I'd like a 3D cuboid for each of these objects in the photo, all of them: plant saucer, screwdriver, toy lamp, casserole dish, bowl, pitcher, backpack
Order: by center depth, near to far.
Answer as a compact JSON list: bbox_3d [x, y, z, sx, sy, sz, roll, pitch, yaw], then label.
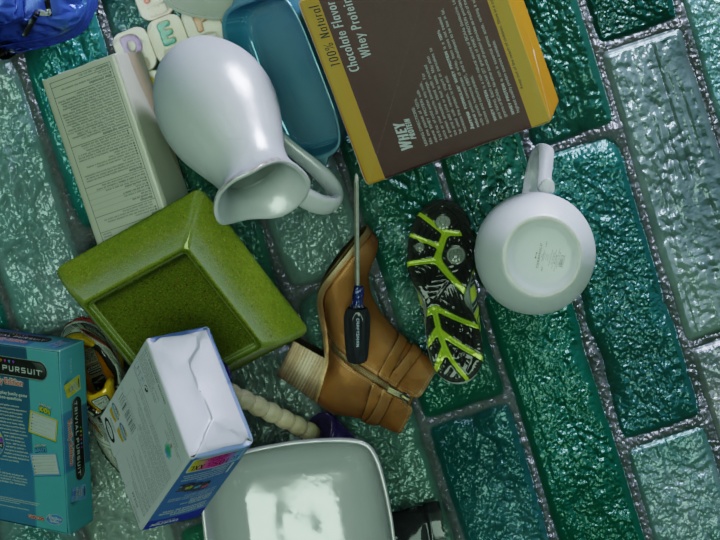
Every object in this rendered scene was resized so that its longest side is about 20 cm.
[{"bbox_3d":[-0.114,-0.137,1.615,0.121,0.171,0.201,-50,53,27],"label":"pitcher"},{"bbox_3d":[0.178,-0.045,1.631,0.120,0.200,0.173,8,94,0],"label":"pitcher"},{"bbox_3d":[-0.371,-0.293,1.633,0.198,0.168,0.164,-9,102,-2],"label":"backpack"},{"bbox_3d":[0.000,0.000,1.642,0.029,0.028,0.202,12,108,25],"label":"screwdriver"},{"bbox_3d":[-0.191,0.044,1.660,0.199,0.048,0.200,-27,115,23],"label":"plant saucer"},{"bbox_3d":[-0.073,-0.202,1.662,0.121,0.039,0.201,-9,106,45],"label":"casserole dish"},{"bbox_3d":[-0.061,0.273,1.672,0.198,0.075,0.202,-8,94,5],"label":"bowl"},{"bbox_3d":[-0.085,0.155,1.688,0.199,0.058,0.058,32,95,-32],"label":"toy lamp"}]

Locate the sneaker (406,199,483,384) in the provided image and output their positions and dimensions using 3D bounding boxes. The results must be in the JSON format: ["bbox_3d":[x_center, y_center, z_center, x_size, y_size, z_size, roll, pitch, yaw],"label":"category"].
[{"bbox_3d":[0.089,0.025,1.706,0.075,0.076,0.202,-4,77,2],"label":"sneaker"}]

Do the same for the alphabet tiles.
[{"bbox_3d":[-0.159,-0.239,1.709,0.198,0.015,0.197,-20,95,3],"label":"alphabet tiles"}]

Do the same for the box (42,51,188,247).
[{"bbox_3d":[-0.251,-0.121,1.681,0.094,0.078,0.202,-15,96,16],"label":"box"}]

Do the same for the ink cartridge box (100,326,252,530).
[{"bbox_3d":[-0.193,0.168,1.607,0.076,0.200,0.137,-7,61,-33],"label":"ink cartridge box"}]

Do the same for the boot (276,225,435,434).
[{"bbox_3d":[0.017,0.066,1.709,0.154,0.074,0.201,26,106,-1],"label":"boot"}]

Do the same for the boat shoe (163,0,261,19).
[{"bbox_3d":[-0.112,-0.317,1.674,0.198,0.073,0.062,-12,51,6],"label":"boat shoe"}]

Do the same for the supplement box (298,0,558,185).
[{"bbox_3d":[0.073,-0.221,1.622,0.198,0.133,0.199,-19,100,15],"label":"supplement box"}]

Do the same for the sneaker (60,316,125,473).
[{"bbox_3d":[-0.271,0.148,1.713,0.077,0.082,0.201,-30,95,3],"label":"sneaker"}]

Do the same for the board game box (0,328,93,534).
[{"bbox_3d":[-0.361,0.167,1.691,0.150,0.047,0.202,6,105,25],"label":"board game box"}]

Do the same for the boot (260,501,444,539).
[{"bbox_3d":[-0.002,0.344,1.735,0.198,0.066,0.166,-8,87,-1],"label":"boot"}]
